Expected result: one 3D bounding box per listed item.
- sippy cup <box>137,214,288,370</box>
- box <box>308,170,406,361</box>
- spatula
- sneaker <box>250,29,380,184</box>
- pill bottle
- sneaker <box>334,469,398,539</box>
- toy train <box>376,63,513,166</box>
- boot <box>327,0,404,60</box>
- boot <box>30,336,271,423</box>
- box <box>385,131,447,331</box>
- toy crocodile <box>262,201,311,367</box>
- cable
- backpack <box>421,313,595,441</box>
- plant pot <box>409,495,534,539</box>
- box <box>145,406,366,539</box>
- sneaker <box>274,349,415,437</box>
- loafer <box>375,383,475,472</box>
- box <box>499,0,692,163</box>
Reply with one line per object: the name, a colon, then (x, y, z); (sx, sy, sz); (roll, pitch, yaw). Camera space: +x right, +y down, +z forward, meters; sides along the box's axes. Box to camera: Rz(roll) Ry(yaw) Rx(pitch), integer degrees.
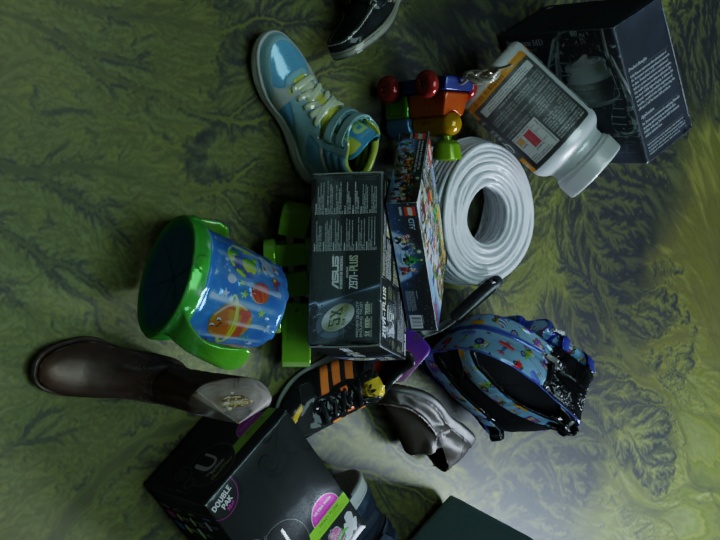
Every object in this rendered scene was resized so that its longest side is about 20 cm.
sippy cup: (-0.154, 0.023, 1.345); (0.130, 0.139, 0.179); (18, 72, -31)
box: (0.000, 0.000, 1.459); (0.164, 0.086, 0.201); (36, 54, -75)
spatula: (0.109, 0.068, 1.626); (0.200, 0.057, 0.021); (-37, 143, -16)
sneaker: (-0.042, -0.190, 1.442); (0.080, 0.130, 0.200); (-42, 120, -29)
pill bottle: (0.239, -0.198, 1.650); (0.200, 0.116, 0.116); (43, 62, -1)
sneaker: (-0.030, 0.370, 1.549); (0.202, 0.077, 0.146); (-46, 120, -30)
toy train: (0.109, -0.186, 1.526); (0.084, 0.200, 0.116); (-4, 94, -41)
boot: (-0.011, -0.365, 1.492); (0.154, 0.073, 0.204); (53, 55, -30)
boot: (-0.213, 0.117, 1.275); (0.186, 0.200, 0.065); (2, 97, -41)
box: (0.070, -0.046, 1.495); (0.137, 0.038, 0.200); (-78, 162, -47)
toy crocodile: (-0.079, 0.018, 1.483); (0.067, 0.062, 0.201); (-4, 102, -2)
cable: (0.154, -0.079, 1.670); (0.200, 0.069, 0.201); (-17, 106, -39)
backpack: (0.190, 0.126, 1.662); (0.200, 0.182, 0.135); (37, 61, -25)
plant pot: (0.136, 0.456, 1.641); (0.200, 0.196, 0.197); (-35, 117, -22)
box: (-0.117, 0.269, 1.428); (0.149, 0.124, 0.200); (-48, 122, -29)
sneaker: (-0.018, 0.144, 1.526); (0.200, 0.090, 0.070); (-36, 117, -34)
loafer: (0.081, 0.208, 1.632); (0.200, 0.073, 0.072); (39, 67, -38)
box: (0.324, -0.260, 1.715); (0.124, 0.200, 0.197); (-35, 116, -34)
